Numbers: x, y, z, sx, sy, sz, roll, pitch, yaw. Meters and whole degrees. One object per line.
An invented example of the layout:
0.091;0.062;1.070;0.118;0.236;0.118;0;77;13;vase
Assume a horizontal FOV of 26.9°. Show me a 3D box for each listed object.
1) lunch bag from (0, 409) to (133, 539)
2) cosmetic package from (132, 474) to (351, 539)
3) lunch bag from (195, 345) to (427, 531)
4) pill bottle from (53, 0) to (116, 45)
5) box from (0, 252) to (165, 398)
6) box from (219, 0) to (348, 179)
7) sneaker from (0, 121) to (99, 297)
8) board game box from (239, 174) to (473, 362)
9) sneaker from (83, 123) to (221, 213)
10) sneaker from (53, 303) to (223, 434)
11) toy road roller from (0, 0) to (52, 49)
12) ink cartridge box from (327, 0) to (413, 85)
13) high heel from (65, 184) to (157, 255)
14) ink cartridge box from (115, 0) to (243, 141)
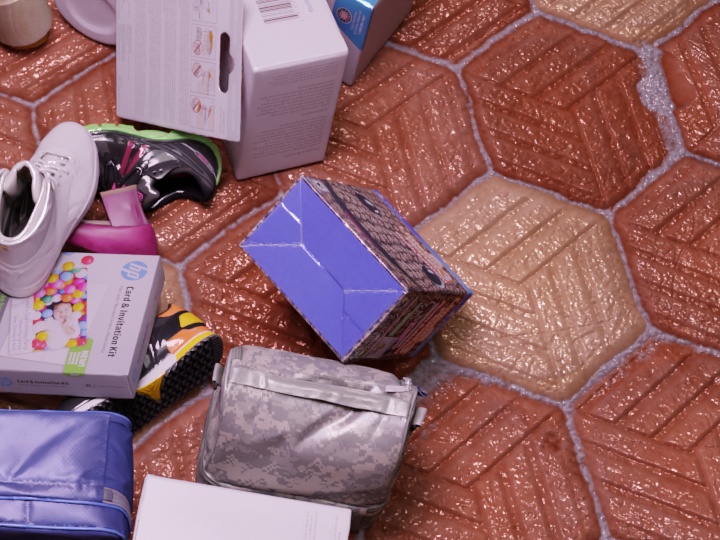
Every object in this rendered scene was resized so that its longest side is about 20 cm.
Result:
-0.306;0.210;1.362;0.200;0.136;0.133;2;60;-10;lunch bag
-0.116;0.269;1.402;0.200;0.081;0.113;11;58;-4;cosmetic package
-0.049;0.150;1.432;0.200;0.168;0.140;12;59;-5;lunch bag
-0.259;-0.363;1.719;0.112;0.112;0.200;25;58;3;pill bottle
-0.305;0.050;1.469;0.200;0.041;0.156;3;47;6;box
-0.098;-0.222;1.618;0.106;0.200;0.152;-14;64;-17;box
-0.306;-0.085;1.466;0.074;0.116;0.200;13;59;1;sneaker
0.000;0.000;1.505;0.097;0.200;0.159;-47;74;14;board game box
-0.245;-0.104;1.594;0.200;0.077;0.084;-2;60;-10;sneaker
-0.237;0.104;1.488;0.200;0.070;0.090;-32;53;-24;sneaker
-0.430;-0.343;1.673;0.146;0.123;0.200;-12;62;-1;toy road roller
-0.047;-0.349;1.734;0.200;0.147;0.146;32;60;7;ink cartridge box
-0.311;-0.019;1.548;0.200;0.067;0.096;-14;97;-2;high heel
-0.180;-0.229;1.582;0.200;0.160;0.047;15;19;39;ink cartridge box
